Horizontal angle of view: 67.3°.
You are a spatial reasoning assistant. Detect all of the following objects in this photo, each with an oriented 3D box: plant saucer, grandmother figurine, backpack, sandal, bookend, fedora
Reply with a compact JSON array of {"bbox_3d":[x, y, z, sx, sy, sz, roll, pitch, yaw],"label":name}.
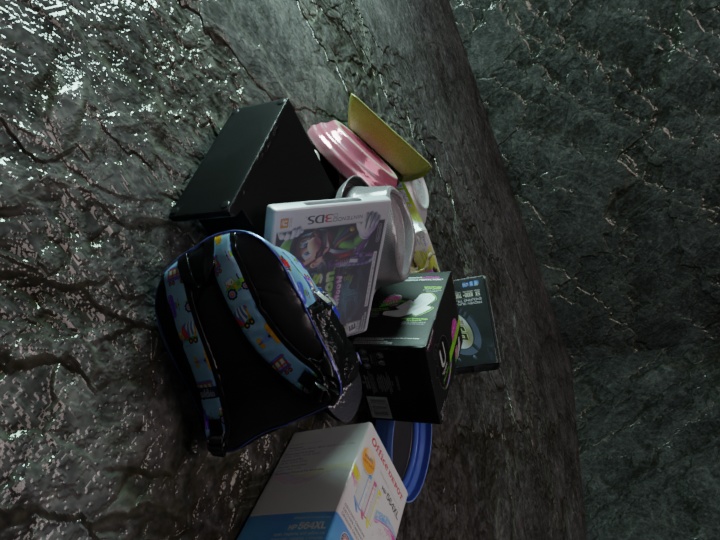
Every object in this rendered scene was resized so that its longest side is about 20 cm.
[{"bbox_3d":[0.047,-0.245,1.073,0.199,0.048,0.200,42,5,-1],"label":"plant saucer"},{"bbox_3d":[-0.054,-0.152,0.936,0.199,0.060,0.123,29,30,-52],"label":"grandmother figurine"},{"bbox_3d":[-0.112,0.062,0.576,0.203,0.180,0.134,62,18,1],"label":"backpack"},{"bbox_3d":[-0.004,-0.195,0.953,0.199,0.051,0.201,40,14,-12],"label":"plant saucer"},{"bbox_3d":[-0.062,0.126,0.770,0.076,0.042,0.202,-41,107,-35],"label":"sandal"},{"bbox_3d":[-0.120,-0.078,0.716,0.201,0.090,0.202,60,37,-44],"label":"bookend"},{"bbox_3d":[0.029,-0.045,0.815,0.176,0.088,0.205,26,62,-62],"label":"fedora"}]

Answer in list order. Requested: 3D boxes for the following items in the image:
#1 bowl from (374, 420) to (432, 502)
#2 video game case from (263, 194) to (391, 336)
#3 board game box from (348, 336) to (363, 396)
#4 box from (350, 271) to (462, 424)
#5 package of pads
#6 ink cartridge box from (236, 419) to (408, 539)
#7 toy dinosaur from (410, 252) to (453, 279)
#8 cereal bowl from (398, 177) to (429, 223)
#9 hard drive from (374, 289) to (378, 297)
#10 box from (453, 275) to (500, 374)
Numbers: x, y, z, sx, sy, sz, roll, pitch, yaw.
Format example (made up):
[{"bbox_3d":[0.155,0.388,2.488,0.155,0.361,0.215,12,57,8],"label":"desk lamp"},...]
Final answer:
[{"bbox_3d":[0.075,0.289,0.934,0.200,0.039,0.206,6,84,-64],"label":"bowl"},{"bbox_3d":[-0.048,0.008,0.694,0.179,0.023,0.204,-11,122,-38],"label":"video game case"},{"bbox_3d":[-0.014,0.102,0.892,0.152,0.040,0.205,4,73,-63],"label":"board game box"},{"bbox_3d":[0.082,0.116,0.865,0.201,0.122,0.151,-58,139,-52],"label":"box"},{"bbox_3d":[0.104,-0.054,1.098,0.201,0.067,0.156,63,6,-48],"label":"package of pads"},{"bbox_3d":[-0.034,0.289,0.657,0.131,0.123,0.201,64,28,-20],"label":"ink cartridge box"},{"bbox_3d":[0.117,0.037,0.992,0.202,0.100,0.058,55,-15,-9],"label":"toy dinosaur"},{"bbox_3d":[0.100,-0.172,1.224,0.200,0.082,0.204,38,44,-50],"label":"cereal bowl"},{"bbox_3d":[0.000,0.000,0.899,0.134,0.025,0.200,69,26,-13],"label":"hard drive"},{"bbox_3d":[0.156,0.114,1.036,0.086,0.195,0.168,57,27,-68],"label":"box"}]
